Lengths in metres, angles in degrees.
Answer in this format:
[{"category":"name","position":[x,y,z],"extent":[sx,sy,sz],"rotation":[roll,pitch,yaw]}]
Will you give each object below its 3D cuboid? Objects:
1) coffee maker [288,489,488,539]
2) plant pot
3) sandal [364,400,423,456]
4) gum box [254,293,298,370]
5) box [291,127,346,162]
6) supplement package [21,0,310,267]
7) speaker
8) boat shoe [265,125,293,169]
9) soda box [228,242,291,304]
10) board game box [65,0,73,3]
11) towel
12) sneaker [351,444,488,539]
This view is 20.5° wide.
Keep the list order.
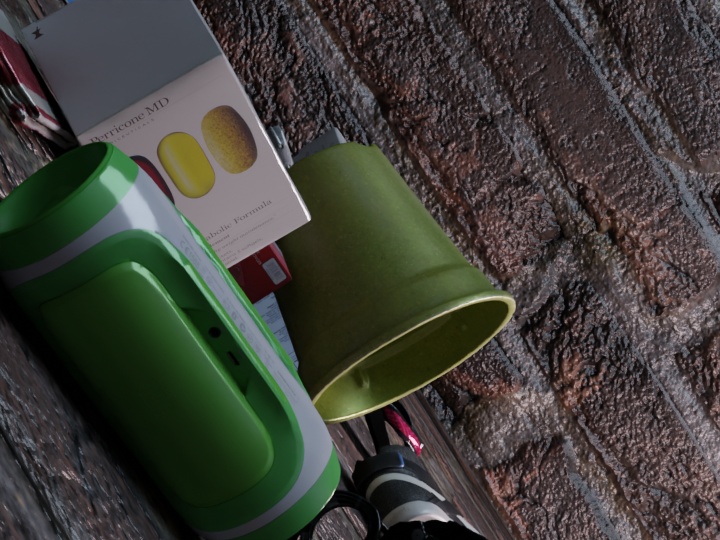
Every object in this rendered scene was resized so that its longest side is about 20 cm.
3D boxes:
[{"category":"coffee maker","position":[0.067,0.217,1.206],"extent":[0.192,0.135,0.200],"rotation":[57,2,20]},{"category":"plant pot","position":[0.000,0.000,1.677],"extent":[0.185,0.200,0.200],"rotation":[61,4,16]},{"category":"sandal","position":[0.029,0.143,1.927],"extent":[0.075,0.045,0.201],"rotation":[-126,-161,-70]},{"category":"gum box","position":[-0.079,0.015,1.839],"extent":[0.200,0.044,0.170],"rotation":[56,3,-31]},{"category":"box","position":[-0.029,-0.076,2.826],"extent":[0.200,0.131,0.199],"rotation":[56,3,-14]},{"category":"supplement package","position":[-0.129,-0.097,1.352],"extent":[0.110,0.114,0.200],"rotation":[58,-2,35]},{"category":"speaker","position":[-0.091,0.039,0.942],"extent":[0.200,0.088,0.088],"rotation":[56,3,-22]},{"category":"boat shoe","position":[-0.053,-0.044,1.826],"extent":[0.202,0.065,0.074],"rotation":[55,4,-31]},{"category":"soda box","position":[-0.135,-0.063,1.564],"extent":[0.200,0.063,0.070],"rotation":[57,3,-23]},{"category":"board game box","position":[-0.254,-0.277,1.961],"extent":[0.196,0.056,0.200],"rotation":[56,3,-31]},{"category":"towel","position":[-0.247,-0.169,1.254],"extent":[0.200,0.023,0.144],"rotation":[59,1,4]},{"category":"sneaker","position":[0.058,0.212,1.717],"extent":[0.200,0.073,0.112],"rotation":[52,8,-51]}]
